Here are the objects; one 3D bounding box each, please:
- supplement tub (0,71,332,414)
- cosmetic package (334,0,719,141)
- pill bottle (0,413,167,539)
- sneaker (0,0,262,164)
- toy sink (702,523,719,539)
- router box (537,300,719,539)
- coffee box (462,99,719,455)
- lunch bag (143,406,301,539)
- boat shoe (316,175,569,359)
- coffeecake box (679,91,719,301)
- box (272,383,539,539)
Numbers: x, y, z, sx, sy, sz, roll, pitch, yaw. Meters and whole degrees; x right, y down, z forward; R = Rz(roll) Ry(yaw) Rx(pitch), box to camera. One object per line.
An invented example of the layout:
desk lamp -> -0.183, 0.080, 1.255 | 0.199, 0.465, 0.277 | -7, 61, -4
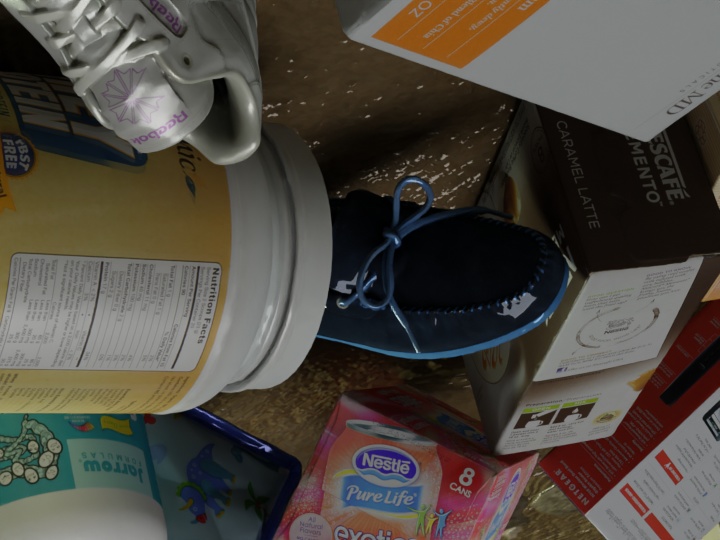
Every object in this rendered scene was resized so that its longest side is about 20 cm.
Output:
supplement tub -> -0.127, -0.011, 0.843 | 0.199, 0.145, 0.145 | 2, 148, -33
cosmetic package -> 0.086, -0.127, 0.821 | 0.199, 0.072, 0.101 | 12, 142, -43
pill bottle -> -0.158, 0.097, 0.966 | 0.110, 0.201, 0.111 | -13, 153, -7
sneaker -> -0.092, -0.106, 0.735 | 0.075, 0.100, 0.200 | -25, 150, 22
toy sink -> 0.334, 0.202, 1.526 | 0.130, 0.113, 0.200 | -15, 153, 0
router box -> 0.221, 0.110, 1.289 | 0.179, 0.049, 0.200 | -43, 150, 0
coffee box -> 0.113, 0.000, 1.026 | 0.079, 0.115, 0.200 | -7, 152, -16
lunch bag -> -0.162, 0.138, 1.131 | 0.199, 0.128, 0.170 | 27, 138, -13
boat shoe -> 0.000, 0.000, 0.949 | 0.199, 0.085, 0.069 | -4, 142, 27
coffeecake box -> 0.249, -0.058, 1.036 | 0.199, 0.073, 0.154 | -9, 151, -15
box -> 0.033, 0.131, 1.139 | 0.095, 0.102, 0.200 | -64, 168, 3
